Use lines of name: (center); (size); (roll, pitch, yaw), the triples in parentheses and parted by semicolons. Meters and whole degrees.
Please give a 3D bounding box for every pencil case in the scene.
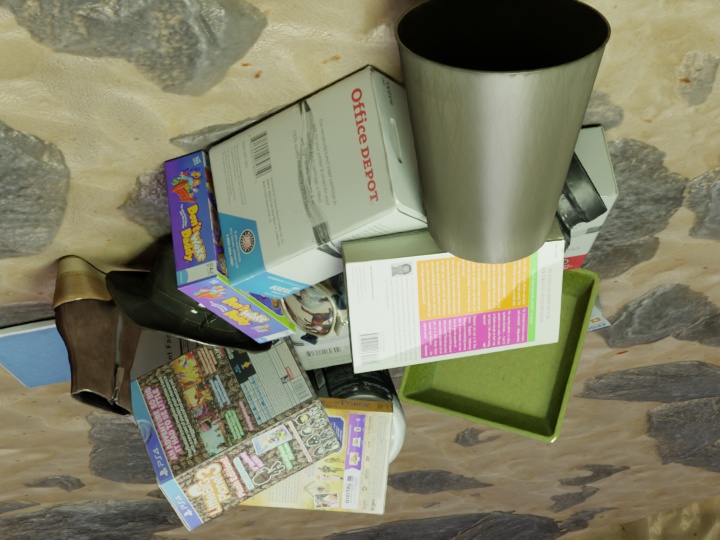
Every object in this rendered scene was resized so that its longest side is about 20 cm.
pencil case: (0.000, 0.000, 1.581); (0.199, 0.089, 0.078); (-36, 166, -43)

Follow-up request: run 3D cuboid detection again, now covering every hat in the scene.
hat: (-0.177, 0.014, 1.623); (0.199, 0.201, 0.082); (9, 113, -38)

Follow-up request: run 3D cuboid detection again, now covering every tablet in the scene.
tablet: (-0.394, 0.105, 1.870); (0.128, 0.014, 0.200); (-11, 157, 3)

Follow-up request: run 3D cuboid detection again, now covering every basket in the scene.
basket: (0.114, -0.119, 1.265); (0.177, 0.137, 0.202); (-4, 129, -6)

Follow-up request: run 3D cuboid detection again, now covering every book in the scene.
book: (0.085, 0.025, 1.364); (0.197, 0.048, 0.135); (-8, 128, -5)

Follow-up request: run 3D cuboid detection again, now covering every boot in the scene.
boot: (-0.276, 0.087, 1.666); (0.072, 0.169, 0.200); (-21, 155, 20)

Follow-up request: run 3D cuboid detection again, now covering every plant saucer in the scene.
plant saucer: (0.164, 0.082, 1.715); (0.197, 0.203, 0.048); (13, 171, 22)

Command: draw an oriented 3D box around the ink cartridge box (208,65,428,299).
ink cartridge box: (-0.036, -0.078, 1.395); (0.198, 0.147, 0.083); (-23, 156, 29)

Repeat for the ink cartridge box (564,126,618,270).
ink cartridge box: (0.182, -0.068, 1.594); (0.142, 0.085, 0.200); (-7, 159, -7)

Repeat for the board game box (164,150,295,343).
board game box: (-0.131, -0.019, 1.514); (0.044, 0.136, 0.200); (-15, 158, 15)

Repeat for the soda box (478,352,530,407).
soda box: (0.164, 0.078, 1.783); (0.063, 0.203, 0.070); (-15, 159, 14)

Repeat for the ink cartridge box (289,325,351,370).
ink cartridge box: (-0.017, 0.041, 1.773); (0.144, 0.087, 0.200); (-10, 156, 1)

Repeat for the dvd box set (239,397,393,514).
dvd box set: (-0.063, 0.223, 1.800); (0.197, 0.029, 0.148); (3, 114, -1)

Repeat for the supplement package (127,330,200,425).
supplement package: (-0.190, 0.126, 1.861); (0.197, 0.121, 0.121); (-12, 159, 6)

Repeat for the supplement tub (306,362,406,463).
supplement tub: (-0.015, 0.164, 1.907); (0.121, 0.200, 0.124); (-3, 114, -8)

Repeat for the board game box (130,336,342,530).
board game box: (-0.146, 0.166, 1.676); (0.198, 0.160, 0.097); (-27, 136, -3)

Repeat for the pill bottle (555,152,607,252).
pill bottle: (0.132, -0.042, 1.423); (0.199, 0.113, 0.112); (-32, 154, 10)

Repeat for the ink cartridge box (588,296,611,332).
ink cartridge box: (0.215, 0.059, 1.976); (0.197, 0.041, 0.200); (-18, 157, 20)
